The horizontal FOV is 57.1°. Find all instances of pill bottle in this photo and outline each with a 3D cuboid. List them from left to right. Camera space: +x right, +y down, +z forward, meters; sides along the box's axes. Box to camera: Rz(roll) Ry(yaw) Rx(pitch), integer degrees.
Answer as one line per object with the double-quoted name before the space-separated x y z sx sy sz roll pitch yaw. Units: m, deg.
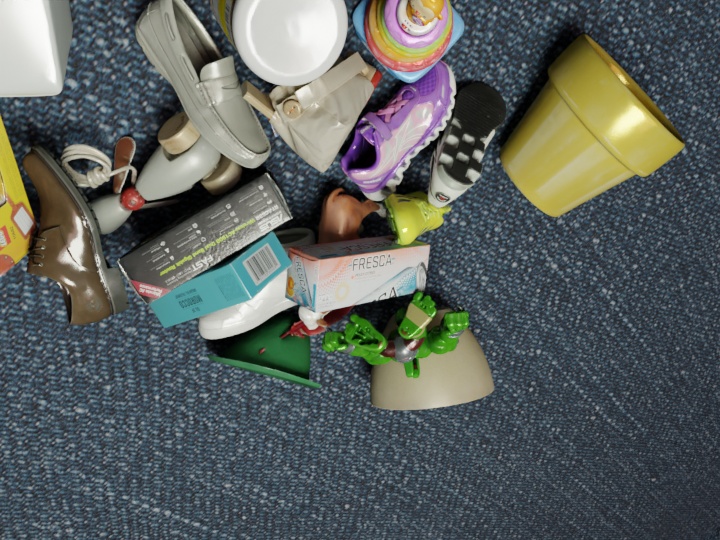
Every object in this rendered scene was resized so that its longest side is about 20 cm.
"pill bottle" -0.091 -0.268 0.667 0.108 0.201 0.110 -11 126 -16

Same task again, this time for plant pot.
"plant pot" 0.105 0.131 1.053 0.198 0.200 0.136 -8 91 -18
"plant pot" 0.303 -0.183 0.915 0.199 0.202 0.189 23 127 -34

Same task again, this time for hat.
"hat" -0.111 0.071 0.990 0.199 0.165 0.178 22 76 -34

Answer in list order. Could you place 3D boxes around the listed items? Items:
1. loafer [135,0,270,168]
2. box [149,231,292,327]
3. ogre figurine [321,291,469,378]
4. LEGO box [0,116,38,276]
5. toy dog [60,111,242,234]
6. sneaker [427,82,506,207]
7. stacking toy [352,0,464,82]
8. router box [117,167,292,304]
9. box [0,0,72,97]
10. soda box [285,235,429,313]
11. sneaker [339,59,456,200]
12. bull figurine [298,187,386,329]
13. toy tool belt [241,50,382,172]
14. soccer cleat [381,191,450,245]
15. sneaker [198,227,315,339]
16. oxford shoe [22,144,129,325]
"loafer" -0.162 -0.203 0.715 0.069 0.070 0.201 -28 106 38
"box" -0.180 0.014 0.822 0.082 0.199 0.049 -44 109 -44
"ogre figurine" 0.057 0.096 0.925 0.199 0.099 0.120 -29 152 6
"LEGO box" -0.434 -0.104 0.668 0.147 0.077 0.202 6 125 11
"toy dog" -0.240 -0.124 0.789 0.197 0.097 0.133 -10 130 2
"sneaker" 0.132 -0.168 0.884 0.074 0.201 0.089 31 148 -4
"stacking toy" 0.061 -0.277 0.720 0.110 0.200 0.116 -43 102 7
"router box" -0.182 -0.048 0.805 0.199 0.150 0.063 -30 104 -1
"box" -0.360 -0.259 0.557 0.198 0.200 0.173 -7 125 -17
"soda box" 0.000 0.000 0.850 0.199 0.063 0.069 -9 112 -42
"sneaker" 0.042 -0.184 0.849 0.088 0.081 0.201 14 117 -47
"bull figurine" -0.026 -0.012 0.917 0.121 0.065 0.202 -6 111 -54
"toy tool belt" -0.052 -0.213 0.761 0.122 0.201 0.125 31 130 -6
"soccer cleat" 0.078 -0.078 0.886 0.083 0.200 0.065 -12 97 11
"sneaker" -0.146 0.008 0.920 0.198 0.074 0.117 -26 128 -18
"oxford shoe" -0.322 -0.032 0.709 0.084 0.072 0.202 -25 109 -29
